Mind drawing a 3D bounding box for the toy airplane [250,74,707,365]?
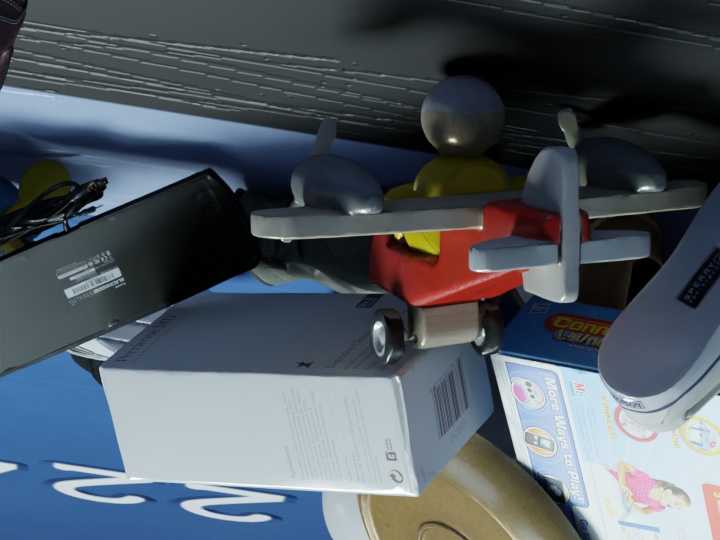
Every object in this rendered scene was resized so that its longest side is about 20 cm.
[{"bbox_3d":[0.064,-0.037,1.281,0.199,0.141,0.200,-12,169,22],"label":"toy airplane"}]

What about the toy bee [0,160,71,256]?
[{"bbox_3d":[-0.212,-0.009,1.515,0.200,0.109,0.131,12,118,-40],"label":"toy bee"}]

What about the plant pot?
[{"bbox_3d":[0.066,0.174,1.501,0.200,0.027,0.200,34,146,26],"label":"plant pot"}]

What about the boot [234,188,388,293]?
[{"bbox_3d":[0.000,0.000,1.550,0.131,0.068,0.200,4,154,24],"label":"boot"}]

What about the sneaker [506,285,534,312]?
[{"bbox_3d":[0.170,0.012,1.524,0.115,0.076,0.200,-42,114,11],"label":"sneaker"}]

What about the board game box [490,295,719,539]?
[{"bbox_3d":[0.188,0.121,1.400,0.196,0.056,0.200,10,131,33],"label":"board game box"}]

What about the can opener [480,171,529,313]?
[{"bbox_3d":[0.051,0.014,1.460,0.067,0.053,0.200,23,130,-7],"label":"can opener"}]

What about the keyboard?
[{"bbox_3d":[-0.167,-0.012,1.470,0.200,0.040,0.104,-23,122,0],"label":"keyboard"}]

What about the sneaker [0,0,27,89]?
[{"bbox_3d":[-0.229,-0.110,1.213,0.076,0.116,0.200,19,157,-32],"label":"sneaker"}]

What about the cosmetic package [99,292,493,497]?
[{"bbox_3d":[-0.037,0.069,1.432,0.200,0.081,0.113,1,-156,27],"label":"cosmetic package"}]

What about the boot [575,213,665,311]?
[{"bbox_3d":[0.147,0.062,1.461,0.074,0.075,0.200,-3,120,-12],"label":"boot"}]

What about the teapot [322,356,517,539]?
[{"bbox_3d":[0.082,0.145,1.656,0.146,0.200,0.198,29,134,31],"label":"teapot"}]

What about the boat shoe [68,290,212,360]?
[{"bbox_3d":[-0.176,0.025,1.682,0.200,0.072,0.071,15,171,12],"label":"boat shoe"}]

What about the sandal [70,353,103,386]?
[{"bbox_3d":[-0.165,0.060,1.788,0.075,0.048,0.200,13,160,-16],"label":"sandal"}]

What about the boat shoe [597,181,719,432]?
[{"bbox_3d":[0.207,0.005,1.296,0.071,0.200,0.070,34,169,34],"label":"boat shoe"}]
